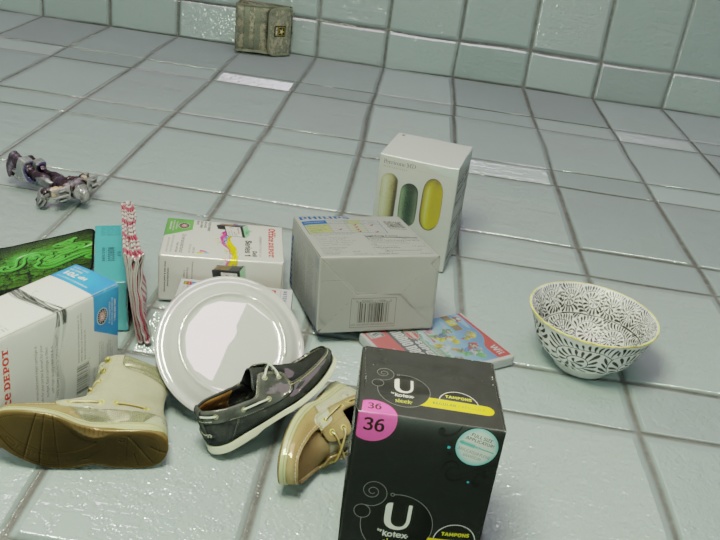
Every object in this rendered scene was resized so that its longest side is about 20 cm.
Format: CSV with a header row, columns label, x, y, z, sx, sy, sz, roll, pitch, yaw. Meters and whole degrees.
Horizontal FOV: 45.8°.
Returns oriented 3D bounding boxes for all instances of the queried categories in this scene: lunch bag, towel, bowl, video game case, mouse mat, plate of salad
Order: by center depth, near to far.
label,x,y,z,sx,sy,sz,roll,pitch,yaw
plate of salad,-0.173,0.104,1.128,0.197,0.048,0.203,8,63,-16
towel,-0.332,-0.001,1.271,0.029,0.148,0.200,-7,28,-13
video game case,0.116,0.120,1.304,0.198,0.018,0.143,-9,30,-31
bowl,0.350,0.105,1.314,0.198,0.095,0.201,7,25,-3
mouse mat,-0.520,-0.013,1.347,0.197,0.008,0.161,-13,30,-10
lunch bag,-0.329,-0.833,2.928,0.197,0.166,0.118,5,25,-3

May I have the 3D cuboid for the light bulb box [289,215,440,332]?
label,x,y,z,sx,sy,sz,roll,pitch,yaw
light bulb box,0.000,0.000,1.371,0.195,0.127,0.200,-1,21,-17

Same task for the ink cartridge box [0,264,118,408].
label,x,y,z,sx,sy,sz,roll,pitch,yaw
ink cartridge box,-0.397,0.100,1.049,0.085,0.148,0.199,22,29,25

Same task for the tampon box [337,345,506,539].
label,x,y,z,sx,sy,sz,roll,pitch,yaw
tampon box,0.059,0.205,0.906,0.148,0.202,0.127,7,26,-1

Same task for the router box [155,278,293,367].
label,x,y,z,sx,sy,sz,roll,pitch,yaw
router box,-0.193,0.086,1.247,0.177,0.049,0.201,6,26,-4

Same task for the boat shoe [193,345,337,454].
label,x,y,z,sx,sy,sz,roll,pitch,yaw
boat shoe,-0.114,0.146,1.058,0.199,0.068,0.072,-31,21,-25

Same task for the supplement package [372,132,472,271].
label,x,y,z,sx,sy,sz,roll,pitch,yaw
supplement package,0.112,-0.131,1.599,0.150,0.202,0.151,13,26,12

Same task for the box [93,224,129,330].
label,x,y,z,sx,sy,sz,roll,pitch,yaw
box,-0.385,0.008,1.314,0.048,0.083,0.200,-2,27,-15

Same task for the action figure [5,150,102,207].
label,x,y,z,sx,sy,sz,roll,pitch,yaw
action figure,-0.584,-0.168,1.634,0.198,0.070,0.130,26,24,24

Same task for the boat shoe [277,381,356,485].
label,x,y,z,sx,sy,sz,roll,pitch,yaw
boat shoe,-0.038,0.197,1.040,0.066,0.075,0.200,11,26,18

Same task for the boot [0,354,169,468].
label,x,y,z,sx,sy,sz,roll,pitch,yaw
boot,-0.329,0.162,1.028,0.197,0.073,0.155,9,26,-14

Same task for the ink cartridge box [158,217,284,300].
label,x,y,z,sx,sy,sz,roll,pitch,yaw
ink cartridge box,-0.225,-0.014,1.400,0.197,0.085,0.145,4,26,-9
